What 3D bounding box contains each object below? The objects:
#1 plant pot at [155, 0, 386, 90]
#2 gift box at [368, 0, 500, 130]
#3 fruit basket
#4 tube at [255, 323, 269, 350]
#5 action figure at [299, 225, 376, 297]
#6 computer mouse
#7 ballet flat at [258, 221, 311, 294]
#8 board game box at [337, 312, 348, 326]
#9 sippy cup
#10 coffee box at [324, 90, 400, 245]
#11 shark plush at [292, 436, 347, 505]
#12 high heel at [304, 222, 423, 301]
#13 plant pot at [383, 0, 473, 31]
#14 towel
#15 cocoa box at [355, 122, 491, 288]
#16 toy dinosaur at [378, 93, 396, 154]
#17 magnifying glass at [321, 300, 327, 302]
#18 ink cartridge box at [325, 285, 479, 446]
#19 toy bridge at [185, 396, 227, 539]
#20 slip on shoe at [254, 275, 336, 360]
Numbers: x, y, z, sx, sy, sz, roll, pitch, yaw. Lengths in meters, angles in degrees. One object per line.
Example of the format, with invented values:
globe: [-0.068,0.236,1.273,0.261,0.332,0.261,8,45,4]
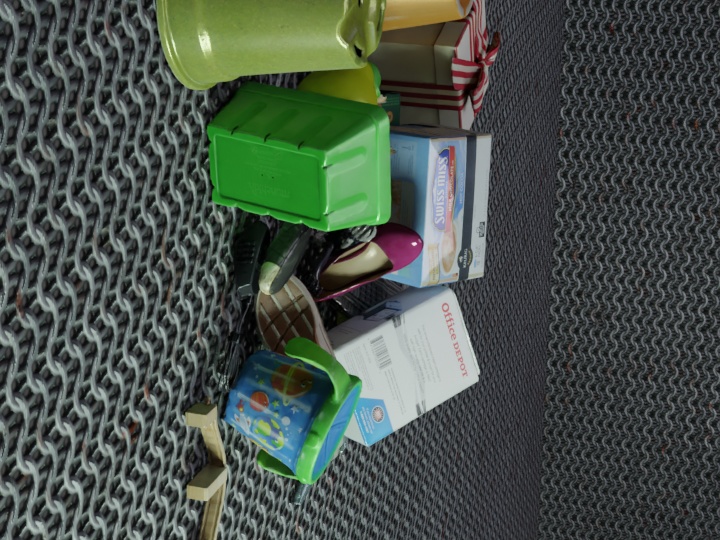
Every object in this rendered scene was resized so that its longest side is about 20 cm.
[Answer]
plant pot: [-0.077,-0.275,1.247,0.200,0.183,0.202,7,90,-73]
gift box: [0.094,-0.303,1.785,0.201,0.185,0.185,81,23,-45]
fruit basket: [-0.045,-0.144,1.374,0.216,0.214,0.157,-53,146,-58]
tube: [-0.090,0.102,1.600,0.058,0.052,0.201,60,-5,40]
action figure: [-0.039,-0.068,1.576,0.119,0.102,0.201,36,58,-19]
computer mouse: [-0.140,0.039,1.430,0.059,0.034,0.202,69,33,-75]
ballet flat: [-0.083,-0.056,1.464,0.067,0.056,0.201,106,3,-58]
board game box: [0.022,0.034,1.880,0.201,0.047,0.102,-60,161,-44]
sippy cup: [-0.084,0.161,1.465,0.179,0.130,0.140,-66,169,4]
coffee box: [0.001,-0.141,1.719,0.122,0.044,0.202,-16,111,-47]
shark plush: [-0.065,0.224,1.759,0.083,0.091,0.201,25,93,-52]
high heel: [0.000,0.000,1.617,0.068,0.200,0.096,50,55,-12]
plant pot: [0.050,-0.392,1.608,0.200,0.182,0.202,7,90,-73]
towel: [0.029,0.005,1.791,0.192,0.034,0.201,41,49,-30]
cocoa box: [0.082,-0.091,1.687,0.131,0.133,0.202,-9,107,-44]
toy dinosaur: [-0.009,-0.224,1.600,0.200,0.085,0.136,68,8,-56]
magnifying glass: [-0.017,-0.010,1.820,0.200,0.022,0.080,-51,148,-56]
ink cartridge box: [0.047,0.124,1.711,0.199,0.086,0.148,-27,109,-26]
toy bridge: [-0.173,0.237,1.413,0.067,0.027,0.202,-40,135,-69]
slip on shoe: [-0.074,0.080,1.529,0.201,0.076,0.061,62,5,-28]
